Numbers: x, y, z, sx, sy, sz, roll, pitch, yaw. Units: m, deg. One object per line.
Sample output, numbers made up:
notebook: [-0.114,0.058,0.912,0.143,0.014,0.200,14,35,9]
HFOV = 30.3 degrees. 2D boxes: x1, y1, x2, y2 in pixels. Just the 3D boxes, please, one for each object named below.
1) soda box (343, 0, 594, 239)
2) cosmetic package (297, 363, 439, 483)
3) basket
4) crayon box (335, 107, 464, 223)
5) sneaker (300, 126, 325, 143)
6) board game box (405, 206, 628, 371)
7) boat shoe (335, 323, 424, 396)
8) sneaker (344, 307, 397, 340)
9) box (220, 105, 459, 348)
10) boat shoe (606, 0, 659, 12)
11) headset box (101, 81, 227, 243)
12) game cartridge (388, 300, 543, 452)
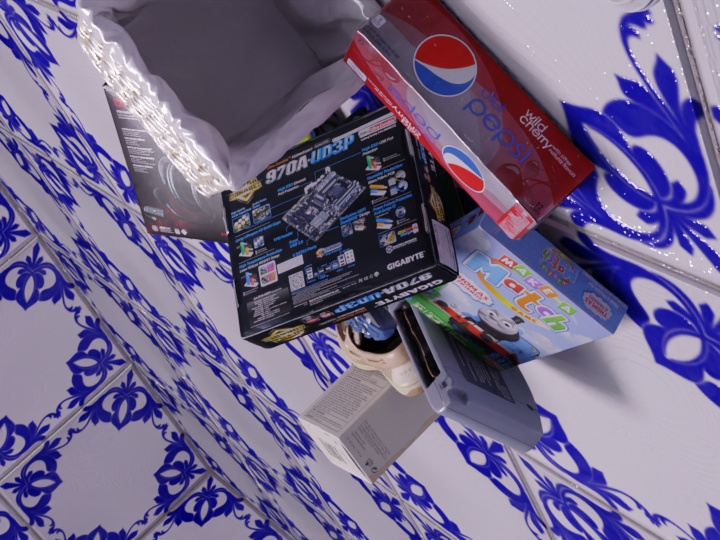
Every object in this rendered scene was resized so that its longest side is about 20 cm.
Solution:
soda box: [0.081,-0.121,1.016,0.200,0.070,0.063,48,162,2]
cosmetic package: [0.040,0.127,1.440,0.073,0.200,0.103,55,162,-23]
basket: [-0.111,-0.193,1.114,0.200,0.198,0.161,50,165,-10]
crayon box: [0.048,-0.049,1.287,0.126,0.052,0.200,34,159,39]
sneaker: [-0.040,-0.081,1.342,0.083,0.070,0.201,-27,-81,-66]
board game box: [0.122,0.019,1.184,0.151,0.037,0.200,38,154,-11]
boat shoe: [0.019,0.068,1.402,0.065,0.071,0.200,50,169,-26]
sneaker: [-0.014,-0.029,1.232,0.200,0.085,0.077,56,173,19]
box: [-0.024,-0.038,1.154,0.046,0.199,0.160,28,-134,-56]
boat shoe: [0.136,-0.204,0.708,0.072,0.066,0.200,40,161,22]
headset box: [-0.166,-0.132,1.359,0.148,0.077,0.201,8,129,26]
game cartridge: [0.103,0.091,1.295,0.133,0.042,0.200,31,-159,-31]
